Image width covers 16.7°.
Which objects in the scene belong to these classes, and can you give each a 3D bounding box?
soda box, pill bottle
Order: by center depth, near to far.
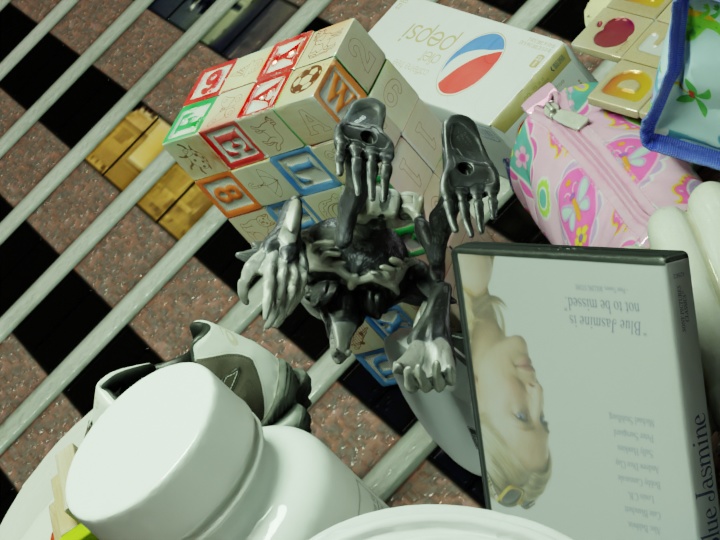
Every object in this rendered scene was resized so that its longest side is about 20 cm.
[{"bbox_3d":[-0.039,0.138,1.139,0.114,0.200,0.114,-32,31,22],"label":"pill bottle"},{"bbox_3d":[0.068,-0.108,1.468,0.068,0.064,0.200,-48,30,-8],"label":"soda box"}]

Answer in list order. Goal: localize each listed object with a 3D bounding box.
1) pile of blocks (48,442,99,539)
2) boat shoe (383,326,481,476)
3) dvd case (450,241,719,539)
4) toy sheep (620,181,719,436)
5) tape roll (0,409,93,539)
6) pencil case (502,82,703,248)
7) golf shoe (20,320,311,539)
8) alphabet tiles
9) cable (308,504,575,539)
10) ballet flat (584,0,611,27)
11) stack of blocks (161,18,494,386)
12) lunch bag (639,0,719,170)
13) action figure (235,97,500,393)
[{"bbox_3d":[-0.116,0.179,1.158,0.062,0.082,0.200,-38,58,11],"label":"pile of blocks"},{"bbox_3d":[0.077,0.068,1.236,0.057,0.069,0.200,-28,25,-17],"label":"boat shoe"},{"bbox_3d":[0.100,0.088,1.069,0.018,0.201,0.143,-15,11,-35],"label":"dvd case"},{"bbox_3d":[0.169,0.021,1.098,0.199,0.138,0.138,-16,34,7],"label":"toy sheep"},{"bbox_3d":[-0.114,0.146,1.358,0.202,0.071,0.203,-31,32,22],"label":"tape roll"},{"bbox_3d":[0.138,-0.028,1.254,0.087,0.087,0.200,-40,30,7],"label":"pencil case"},{"bbox_3d":[-0.122,0.095,1.269,0.200,0.094,0.078,-37,31,14],"label":"golf shoe"},{"bbox_3d":[0.216,-0.126,1.278,0.200,0.006,0.166,20,56,37],"label":"alphabet tiles"},{"bbox_3d":[0.029,0.187,0.959,0.200,0.069,0.200,25,63,23],"label":"cable"},{"bbox_3d":[0.210,-0.192,1.403,0.200,0.057,0.067,-28,32,27],"label":"ballet flat"},{"bbox_3d":[0.005,-0.031,1.304,0.115,0.200,0.059,-14,38,41],"label":"stack of blocks"},{"bbox_3d":[0.250,-0.115,1.154,0.199,0.128,0.170,16,50,8],"label":"lunch bag"},{"bbox_3d":[0.000,0.000,1.204,0.200,0.119,0.102,114,171,-60],"label":"action figure"}]
